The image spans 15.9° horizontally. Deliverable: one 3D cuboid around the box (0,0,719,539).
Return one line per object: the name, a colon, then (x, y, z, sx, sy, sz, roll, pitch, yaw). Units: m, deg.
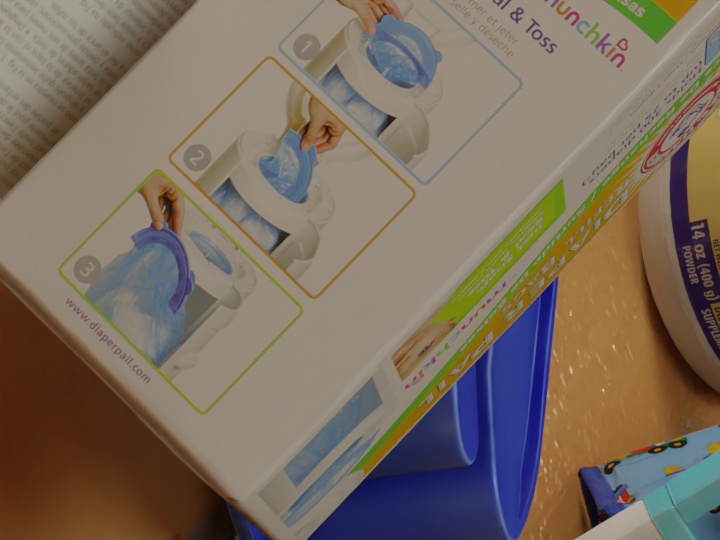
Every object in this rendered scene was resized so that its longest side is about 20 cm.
box: (0.008, -0.035, 0.696, 0.101, 0.200, 0.113, 43, -5, 13)

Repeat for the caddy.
caddy: (0.000, 0.000, 0.830, 0.142, 0.104, 0.201, 63, 31, -59)

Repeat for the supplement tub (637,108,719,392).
supplement tub: (0.231, -0.028, 1.061, 0.145, 0.199, 0.147, 21, 63, -48)

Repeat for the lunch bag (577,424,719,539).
lunch bag: (0.185, 0.156, 0.976, 0.094, 0.149, 0.202, -122, -164, -80)

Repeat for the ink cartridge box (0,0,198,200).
ink cartridge box: (-0.138, -0.069, 0.656, 0.162, 0.200, 0.057, 42, 5, -37)

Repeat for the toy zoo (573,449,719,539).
toy zoo: (0.139, 0.129, 0.914, 0.132, 0.199, 0.020, 55, 7, -20)
